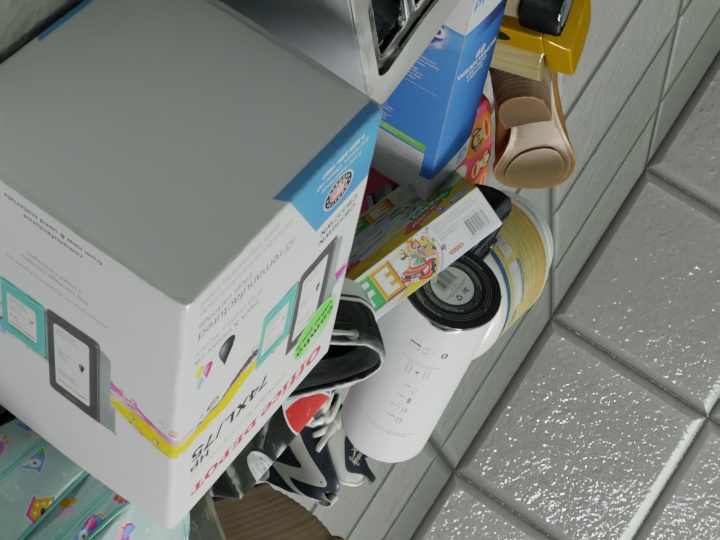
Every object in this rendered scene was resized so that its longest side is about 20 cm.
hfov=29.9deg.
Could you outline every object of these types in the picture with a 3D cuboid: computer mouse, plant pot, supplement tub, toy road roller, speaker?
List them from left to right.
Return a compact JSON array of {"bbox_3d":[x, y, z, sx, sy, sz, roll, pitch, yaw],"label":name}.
[{"bbox_3d":[-0.114,0.242,1.163,0.198,0.094,0.201,-18,176,-1],"label":"plant pot"},{"bbox_3d":[0.044,0.071,1.071,0.081,0.081,0.201,-46,166,-38],"label":"speaker"},{"bbox_3d":[0.071,-0.018,1.125,0.139,0.053,0.200,-48,172,-18],"label":"computer mouse"},{"bbox_3d":[0.114,0.000,1.411,0.200,0.144,0.146,-34,153,-57],"label":"supplement tub"},{"bbox_3d":[0.113,-0.235,0.972,0.200,0.121,0.148,42,67,-77],"label":"toy road roller"}]

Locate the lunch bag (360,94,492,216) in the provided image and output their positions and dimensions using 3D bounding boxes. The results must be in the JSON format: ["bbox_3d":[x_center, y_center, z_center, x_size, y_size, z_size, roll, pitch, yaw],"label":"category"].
[{"bbox_3d":[0.035,-0.065,1.154,0.177,0.082,0.200,-50,163,-16],"label":"lunch bag"}]

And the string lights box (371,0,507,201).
[{"bbox_3d":[0.033,-0.149,0.903,0.059,0.102,0.201,-47,163,-31],"label":"string lights box"}]

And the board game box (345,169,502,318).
[{"bbox_3d":[0.000,0.000,0.987,0.199,0.034,0.135,-37,-164,1],"label":"board game box"}]

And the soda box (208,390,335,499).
[{"bbox_3d":[-0.073,0.092,1.073,0.200,0.070,0.064,-47,122,-40],"label":"soda box"}]

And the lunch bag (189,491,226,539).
[{"bbox_3d":[-0.181,0.250,0.881,0.198,0.119,0.164,-22,-164,13],"label":"lunch bag"}]

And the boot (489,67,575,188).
[{"bbox_3d":[0.143,-0.172,1.188,0.200,0.076,0.157,54,32,-61],"label":"boot"}]

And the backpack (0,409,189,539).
[{"bbox_3d":[-0.191,0.164,0.741,0.200,0.126,0.168,-45,161,-35],"label":"backpack"}]

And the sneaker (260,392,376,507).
[{"bbox_3d":[-0.029,0.136,1.238,0.079,0.129,0.201,-33,151,-61],"label":"sneaker"}]

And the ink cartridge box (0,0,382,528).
[{"bbox_3d":[-0.099,-0.008,0.657,0.147,0.145,0.201,-48,163,-34],"label":"ink cartridge box"}]

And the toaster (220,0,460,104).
[{"bbox_3d":[-0.001,-0.197,0.656,0.182,0.118,0.200,-54,166,-12],"label":"toaster"}]

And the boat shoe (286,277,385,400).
[{"bbox_3d":[-0.083,0.058,0.805,0.197,0.068,0.074,-7,129,-12],"label":"boat shoe"}]
